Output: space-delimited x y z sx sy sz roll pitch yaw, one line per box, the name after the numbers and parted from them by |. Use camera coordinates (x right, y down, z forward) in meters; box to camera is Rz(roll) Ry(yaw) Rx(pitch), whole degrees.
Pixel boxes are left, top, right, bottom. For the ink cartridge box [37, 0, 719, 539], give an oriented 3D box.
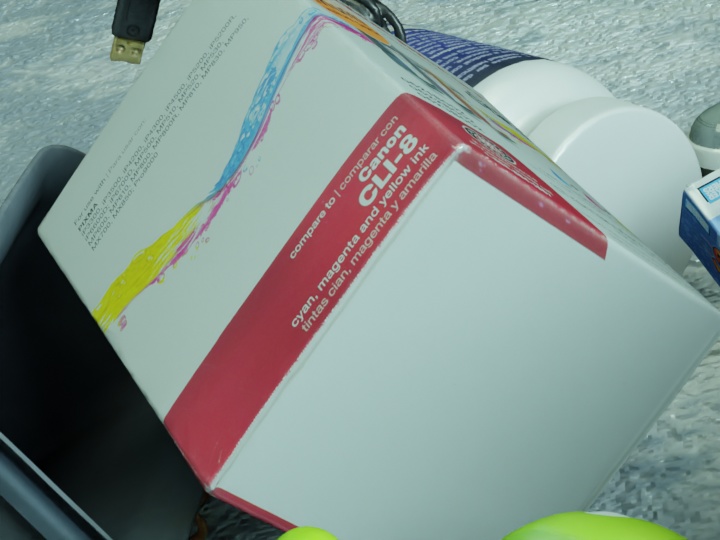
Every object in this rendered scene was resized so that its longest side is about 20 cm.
0.000 0.000 0.853 0.145 0.145 0.200 -54 36 9 | ink cartridge box

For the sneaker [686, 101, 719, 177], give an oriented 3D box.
0.233 -0.125 1.086 0.199 0.121 0.084 -24 25 -14 | sneaker

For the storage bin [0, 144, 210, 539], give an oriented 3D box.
-0.138 0.070 0.927 0.134 0.146 0.200 -37 17 24 | storage bin

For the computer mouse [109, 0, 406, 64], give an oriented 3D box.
-0.059 -0.051 1.002 0.140 0.201 0.046 29 44 21 | computer mouse

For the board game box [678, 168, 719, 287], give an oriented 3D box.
0.238 -0.019 0.866 0.199 0.035 0.136 -29 61 -12 | board game box

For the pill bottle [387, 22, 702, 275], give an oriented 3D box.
0.052 -0.042 1.035 0.115 0.116 0.200 -29 27 -25 | pill bottle

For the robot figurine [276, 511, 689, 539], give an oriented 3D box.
0.041 0.145 0.651 0.200 0.116 0.175 -32 51 -33 | robot figurine
